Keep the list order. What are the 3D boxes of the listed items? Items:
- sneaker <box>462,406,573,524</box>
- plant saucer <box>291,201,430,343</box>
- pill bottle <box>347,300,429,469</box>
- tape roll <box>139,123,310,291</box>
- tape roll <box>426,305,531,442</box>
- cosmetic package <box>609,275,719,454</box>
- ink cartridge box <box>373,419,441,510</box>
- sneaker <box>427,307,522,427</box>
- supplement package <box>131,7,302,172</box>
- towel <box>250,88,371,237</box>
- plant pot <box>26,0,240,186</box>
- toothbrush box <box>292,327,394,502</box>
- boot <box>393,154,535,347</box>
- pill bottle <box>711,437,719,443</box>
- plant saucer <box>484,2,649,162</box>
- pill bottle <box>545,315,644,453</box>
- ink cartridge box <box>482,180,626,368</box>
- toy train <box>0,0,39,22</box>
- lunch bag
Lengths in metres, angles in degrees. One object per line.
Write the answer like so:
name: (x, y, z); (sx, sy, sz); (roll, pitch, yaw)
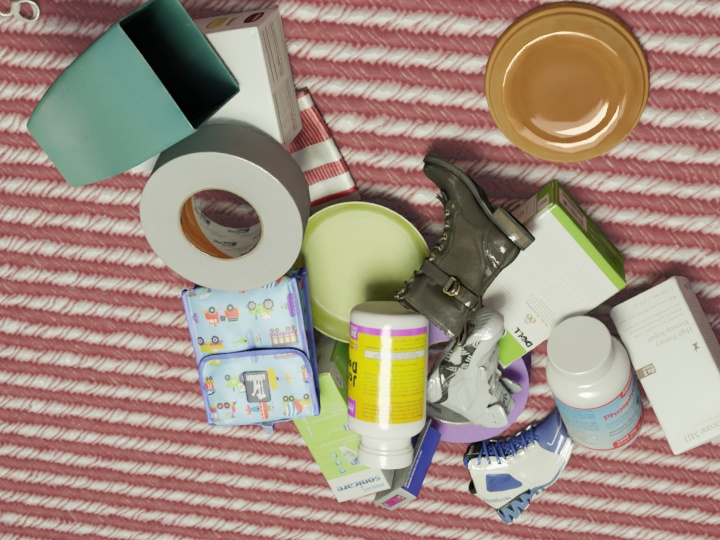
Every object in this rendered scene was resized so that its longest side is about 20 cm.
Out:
sneaker: (0.209, 0.264, 1.817); (0.114, 0.081, 0.200); (27, 123, -8)
plant saucer: (0.000, 0.000, 1.700); (0.197, 0.031, 0.203); (3, 113, 6)
pill bottle: (0.035, 0.146, 1.663); (0.103, 0.104, 0.203); (3, 99, 9)
tape roll: (-0.161, -0.073, 1.557); (0.197, 0.067, 0.202); (5, 127, 7)
tape roll: (0.132, 0.135, 1.766); (0.197, 0.066, 0.202); (5, 122, 8)
cosmetic package: (0.406, 0.119, 1.645); (0.101, 0.074, 0.202); (-30, 75, 25)
ink cartridge box: (0.067, 0.269, 1.779); (0.037, 0.096, 0.200); (24, 160, -2)
sneaker: (0.162, 0.128, 1.653); (0.114, 0.075, 0.200); (31, 141, -2)
supplement package: (-0.189, -0.221, 1.583); (0.197, 0.111, 0.158); (-6, 111, 13)
towel: (-0.088, -0.122, 1.683); (0.142, 0.023, 0.202); (-18, 115, 19)
plant pot: (-0.271, -0.193, 1.481); (0.199, 0.142, 0.142); (-29, 104, 29)
toothbrush box: (-0.024, 0.188, 1.780); (0.085, 0.146, 0.202); (-17, 115, 19)
boot: (0.101, -0.028, 1.599); (0.175, 0.069, 0.200); (-49, 62, 8)
pill bottle: (0.548, 0.171, 1.678); (0.197, 0.111, 0.112); (-10, 118, 16)
plant saucer: (0.246, -0.217, 1.554); (0.197, 0.038, 0.202); (5, 120, 8)
pill bottle: (0.300, 0.146, 1.674); (0.107, 0.110, 0.201); (-10, 144, 16)
ink cartridge box: (0.216, 0.006, 1.661); (0.199, 0.076, 0.148); (-37, 107, 24)
toy train: (-0.453, -0.393, 1.575); (0.148, 0.056, 0.202); (9, 121, 6)
lunch bag: (-0.133, 0.109, 1.660); (0.148, 0.094, 0.203); (-8, 97, 8)
